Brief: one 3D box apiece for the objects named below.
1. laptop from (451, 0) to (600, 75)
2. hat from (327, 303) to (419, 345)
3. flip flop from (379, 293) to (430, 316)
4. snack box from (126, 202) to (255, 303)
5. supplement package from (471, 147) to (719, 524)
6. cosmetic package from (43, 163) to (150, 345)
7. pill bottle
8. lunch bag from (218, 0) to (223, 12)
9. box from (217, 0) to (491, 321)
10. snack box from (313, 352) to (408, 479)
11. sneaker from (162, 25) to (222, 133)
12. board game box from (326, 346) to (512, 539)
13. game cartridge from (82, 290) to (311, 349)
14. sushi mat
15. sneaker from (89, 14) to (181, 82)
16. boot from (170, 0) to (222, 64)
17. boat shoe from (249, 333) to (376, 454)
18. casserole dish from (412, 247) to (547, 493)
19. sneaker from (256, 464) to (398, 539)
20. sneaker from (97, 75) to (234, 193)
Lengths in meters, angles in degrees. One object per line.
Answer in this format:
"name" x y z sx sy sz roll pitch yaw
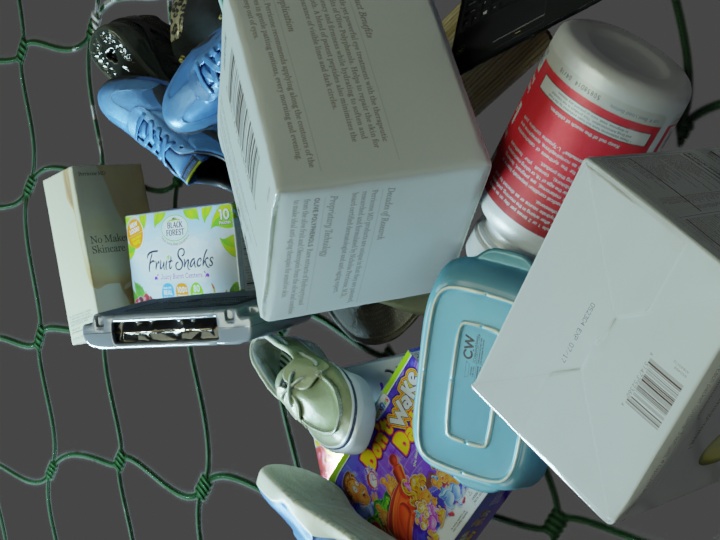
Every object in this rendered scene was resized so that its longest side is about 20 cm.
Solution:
"laptop" 0.117 -0.282 0.983 0.176 0.103 0.201 -23 43 42
"hat" -0.020 -0.025 1.198 0.200 0.080 0.203 8 101 46
"flip flop" 0.000 0.000 1.123 0.198 0.058 0.082 15 102 5
"snack box" -0.177 0.002 1.382 0.199 0.053 0.144 -4 92 46
"supplement package" 0.220 0.036 0.858 0.147 0.199 0.192 45 126 33
"cosmetic package" -0.298 -0.020 1.488 0.071 0.105 0.202 -16 85 45
"pill bottle" 0.160 -0.081 0.972 0.112 0.112 0.201 48 127 32
"lunch bag" -0.054 -0.280 1.173 0.159 0.077 0.202 -15 86 19
"box" -0.016 -0.100 1.028 0.201 0.170 0.200 103 155 -59
"snack box" 0.037 0.151 1.179 0.199 0.053 0.144 -15 86 46
"sneaker" -0.109 -0.194 1.106 0.199 0.078 0.066 -36 85 18
"board game box" 0.051 0.183 1.100 0.135 0.045 0.201 48 126 29
"game cartridge" -0.153 0.046 1.230 0.198 0.133 0.042 -4 92 29
"sushi mat" 0.087 -0.179 1.112 0.200 0.012 0.096 -40 67 42
"sneaker" -0.199 -0.199 1.387 0.076 0.114 0.200 -35 97 38
"boot" -0.131 -0.218 1.304 0.153 0.073 0.206 -7 84 50
"boat shoe" -0.049 0.111 1.152 0.200 0.062 0.073 33 105 61
"casserole dish" 0.095 0.084 0.976 0.120 0.039 0.202 15 108 27
"sneaker" -0.030 0.260 1.103 0.199 0.076 0.112 30 106 31
"sneaker" -0.191 -0.138 1.303 0.199 0.079 0.066 25 134 5
